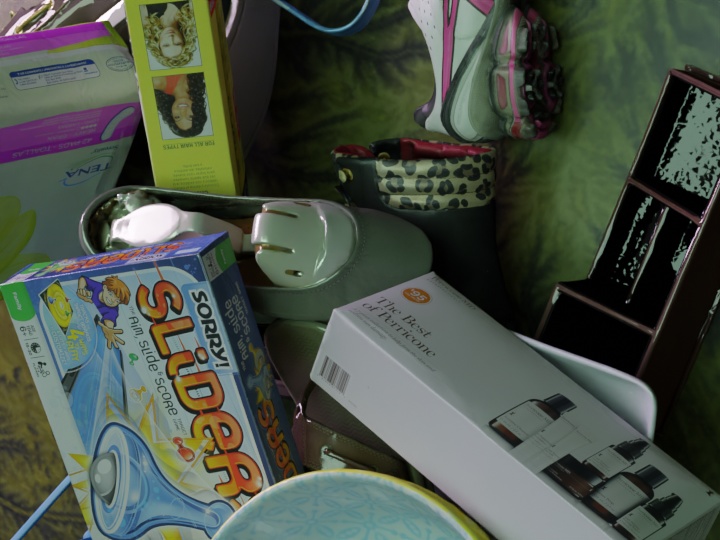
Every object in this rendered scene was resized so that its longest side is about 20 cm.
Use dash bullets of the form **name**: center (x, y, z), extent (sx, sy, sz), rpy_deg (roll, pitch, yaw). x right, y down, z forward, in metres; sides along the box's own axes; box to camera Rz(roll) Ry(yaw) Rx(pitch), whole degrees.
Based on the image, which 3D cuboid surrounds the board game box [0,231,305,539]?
- **board game box**: center (-0.105, 0.085, 0.946), extent (0.135, 0.034, 0.200), rpy_deg (-9, 107, 28)

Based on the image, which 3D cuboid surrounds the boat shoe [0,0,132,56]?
- **boat shoe**: center (-0.202, -0.153, 1.147), extent (0.200, 0.072, 0.060), rpy_deg (-29, 72, 23)

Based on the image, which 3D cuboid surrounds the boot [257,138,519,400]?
- **boot**: center (0.000, 0.000, 1.019), extent (0.200, 0.073, 0.151), rpy_deg (3, 107, 26)

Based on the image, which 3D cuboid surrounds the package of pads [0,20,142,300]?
- **package of pads**: center (-0.227, -0.062, 1.088), extent (0.068, 0.154, 0.200), rpy_deg (52, 136, 25)

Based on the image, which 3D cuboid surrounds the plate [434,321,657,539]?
- **plate**: center (0.076, 0.116, 0.947), extent (0.199, 0.032, 0.200), rpy_deg (22, 119, 38)

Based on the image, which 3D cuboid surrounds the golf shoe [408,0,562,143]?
- **golf shoe**: center (0.064, -0.174, 0.992), extent (0.092, 0.073, 0.200), rpy_deg (1, 92, 29)

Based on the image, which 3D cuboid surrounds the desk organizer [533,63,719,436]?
- **desk organizer**: center (0.160, -0.009, 0.942), extent (0.072, 0.077, 0.200), rpy_deg (27, 105, 26)

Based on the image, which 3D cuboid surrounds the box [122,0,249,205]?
- **box**: center (-0.098, -0.090, 1.001), extent (0.050, 0.075, 0.200), rpy_deg (-6, 117, 3)

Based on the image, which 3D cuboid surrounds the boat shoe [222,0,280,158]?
- **boat shoe**: center (-0.092, -0.153, 1.080), extent (0.062, 0.075, 0.200), rpy_deg (14, 97, 27)

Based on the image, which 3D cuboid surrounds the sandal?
- **sandal**: center (-0.002, 0.116, 0.956), extent (0.080, 0.057, 0.201), rpy_deg (-24, 87, 46)

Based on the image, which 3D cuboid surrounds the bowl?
- **bowl**: center (0.015, 0.202, 0.876), extent (0.200, 0.108, 0.200), rpy_deg (-4, 81, 28)

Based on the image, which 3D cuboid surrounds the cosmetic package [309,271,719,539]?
- **cosmetic package**: center (0.075, 0.081, 0.855), extent (0.200, 0.083, 0.051), rpy_deg (38, 125, 27)

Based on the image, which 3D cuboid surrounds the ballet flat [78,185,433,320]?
- **ballet flat**: center (-0.062, -0.012, 0.938), extent (0.200, 0.064, 0.067), rpy_deg (3, 71, 19)

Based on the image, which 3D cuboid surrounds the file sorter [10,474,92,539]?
- **file sorter**: center (-0.110, 0.210, 1.079), extent (0.139, 0.123, 0.200), rpy_deg (-47, 70, 22)

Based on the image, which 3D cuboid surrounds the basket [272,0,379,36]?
- **basket**: center (-0.034, -0.256, 0.991), extent (0.176, 0.139, 0.200), rpy_deg (29, 101, 16)
